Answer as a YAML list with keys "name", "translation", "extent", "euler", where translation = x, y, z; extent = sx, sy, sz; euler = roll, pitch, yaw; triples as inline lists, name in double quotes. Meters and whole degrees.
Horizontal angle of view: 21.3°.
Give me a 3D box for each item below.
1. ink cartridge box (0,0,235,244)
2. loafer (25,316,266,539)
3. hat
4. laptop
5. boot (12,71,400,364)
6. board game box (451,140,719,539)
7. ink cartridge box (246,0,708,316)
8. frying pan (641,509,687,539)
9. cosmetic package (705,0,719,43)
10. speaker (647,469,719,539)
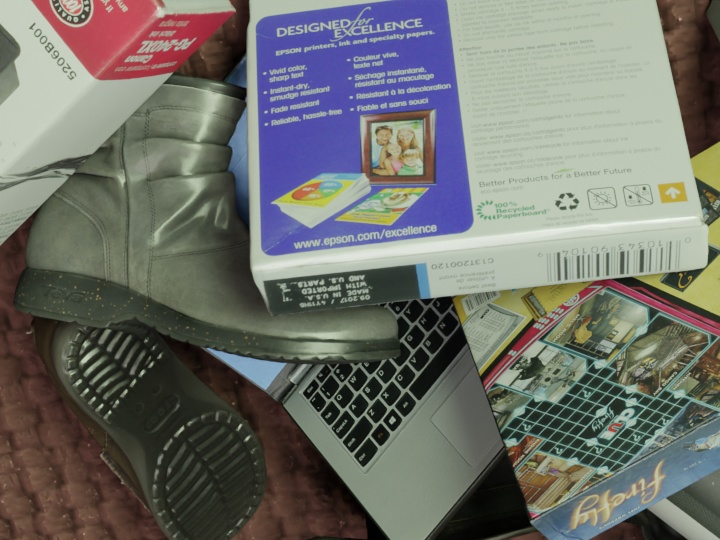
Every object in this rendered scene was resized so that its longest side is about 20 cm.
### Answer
- name: "ink cartridge box"
  translation: [-0.181, -0.108, 0.878]
  extent: [0.200, 0.083, 0.145]
  euler: [-41, 85, 21]
- name: "loafer"
  translation: [-0.115, 0.077, 1.048]
  extent: [0.073, 0.071, 0.201]
  euler: [-40, 131, -16]
- name: "hat"
  translation: [0.057, 0.108, 1.037]
  extent: [0.199, 0.201, 0.082]
  euler: [-6, 82, 2]
- name: "laptop"
  translation: [0.000, 0.000, 0.940]
  extent: [0.188, 0.200, 0.116]
  euler: [-51, 141, 11]
- name: "boot"
  translation: [-0.069, -0.028, 0.921]
  extent: [0.199, 0.070, 0.133]
  euler: [11, 87, 8]
- name: "board game box"
  translation: [0.147, 0.019, 0.841]
  extent: [0.199, 0.136, 0.035]
  euler: [-31, 135, 14]
- name: "ink cartridge box"
  translation: [0.047, -0.077, 0.881]
  extent: [0.197, 0.201, 0.044]
  euler: [-6, 142, 4]
- name: "frying pan"
  translation: [0.245, 0.109, 1.091]
  extent: [0.190, 0.031, 0.115]
  euler: [-38, 117, 16]
- name: "cosmetic package"
  translation: [0.237, -0.173, 0.871]
  extent: [0.090, 0.107, 0.201]
  euler: [13, 119, -12]
- name: "speaker"
  translation: [0.186, 0.102, 0.983]
  extent: [0.200, 0.081, 0.081]
  euler: [38, 115, -4]
